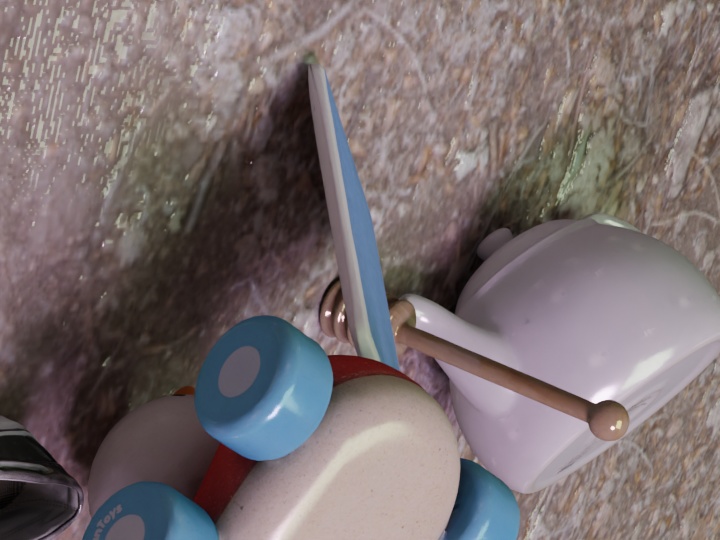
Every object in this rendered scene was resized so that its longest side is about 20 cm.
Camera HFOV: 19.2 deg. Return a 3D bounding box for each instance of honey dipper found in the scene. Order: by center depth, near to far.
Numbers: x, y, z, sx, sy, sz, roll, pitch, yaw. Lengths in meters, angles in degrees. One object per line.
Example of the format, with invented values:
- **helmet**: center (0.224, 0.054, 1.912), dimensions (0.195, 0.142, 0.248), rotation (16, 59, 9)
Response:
- **honey dipper**: center (0.064, 0.054, 1.196), dimensions (0.038, 0.199, 0.038), rotation (-35, 137, -41)

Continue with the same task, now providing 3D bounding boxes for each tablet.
- **tablet**: center (0.000, 0.000, 1.119), dimensions (0.131, 0.014, 0.201), rotation (71, 7, -47)

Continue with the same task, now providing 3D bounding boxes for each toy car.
- **toy car**: center (-0.063, 0.101, 1.037), dimensions (0.184, 0.200, 0.177), rotation (38, 85, -41)

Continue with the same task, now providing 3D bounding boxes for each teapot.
- **teapot**: center (0.129, 0.034, 1.350), dimensions (0.197, 0.146, 0.200), rotation (-36, 165, -5)

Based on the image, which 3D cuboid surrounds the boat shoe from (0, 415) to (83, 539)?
- **boat shoe**: center (-0.202, 0.110, 0.941), dimensions (0.200, 0.071, 0.073), rotation (-22, 126, -50)
